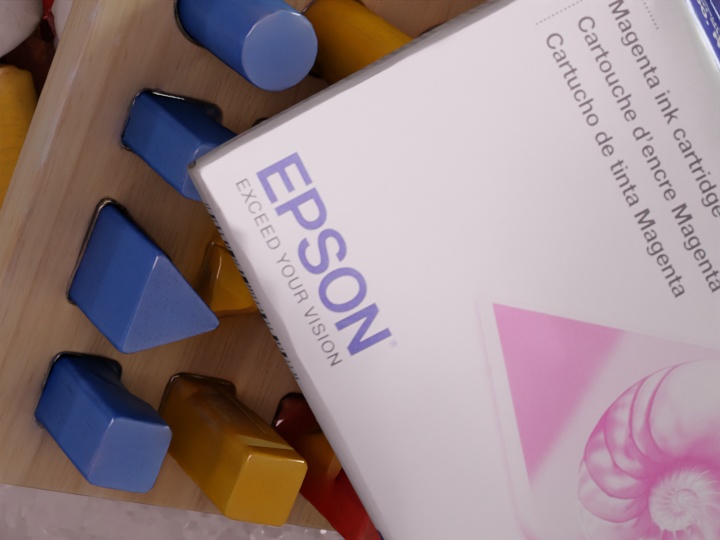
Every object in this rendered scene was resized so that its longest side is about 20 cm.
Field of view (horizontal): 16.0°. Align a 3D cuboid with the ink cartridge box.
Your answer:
[{"bbox_3d":[0.083,0.010,0.726,0.200,0.043,0.197,-28,97,0],"label":"ink cartridge box"}]

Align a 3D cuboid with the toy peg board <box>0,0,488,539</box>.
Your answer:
[{"bbox_3d":[0.000,0.000,0.790,0.199,0.098,0.201,12,106,-34],"label":"toy peg board"}]

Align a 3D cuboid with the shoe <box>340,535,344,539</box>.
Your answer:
[{"bbox_3d":[0.080,0.061,0.904,0.200,0.091,0.072,-29,89,3],"label":"shoe"}]

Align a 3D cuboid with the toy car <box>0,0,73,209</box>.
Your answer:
[{"bbox_3d":[-0.092,-0.050,0.888,0.199,0.150,0.176,-4,118,7],"label":"toy car"}]
